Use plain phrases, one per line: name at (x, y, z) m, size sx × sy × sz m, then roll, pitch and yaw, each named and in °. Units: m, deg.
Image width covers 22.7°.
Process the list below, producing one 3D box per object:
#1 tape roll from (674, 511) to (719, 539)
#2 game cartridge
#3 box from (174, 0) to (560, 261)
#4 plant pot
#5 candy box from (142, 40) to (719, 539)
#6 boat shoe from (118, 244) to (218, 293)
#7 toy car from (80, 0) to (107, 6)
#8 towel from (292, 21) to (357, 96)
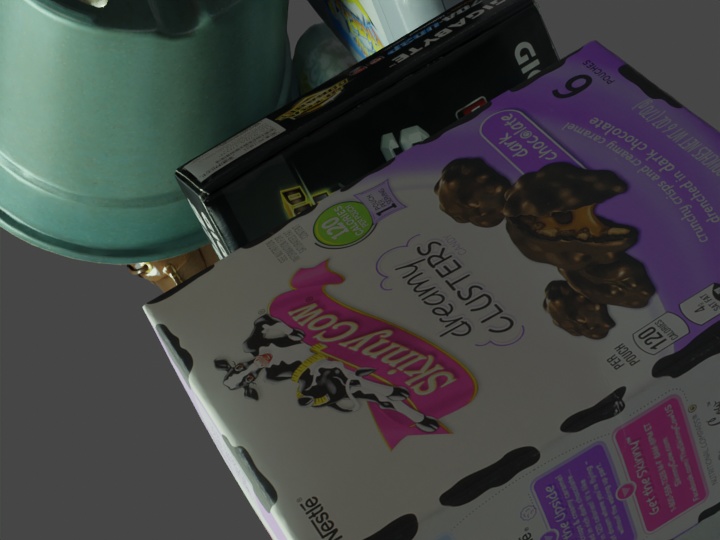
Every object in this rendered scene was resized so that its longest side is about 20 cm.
tape roll at (0.144, 0.165, 0.737) m, size 0.203 × 0.139 × 0.203 m, roll 59°, pitch 172°, yaw 14°
game cartridge at (0.003, -0.148, 0.870) m, size 0.200 × 0.040 × 0.133 m, roll 50°, pitch 171°, yaw 52°
box at (0.037, 0.005, 0.757) m, size 0.200 × 0.159 × 0.046 m, roll 64°, pitch 169°, yaw -23°
plant pot at (-0.116, -0.133, 0.892) m, size 0.200 × 0.200 × 0.196 m, roll 58°, pitch 159°, yaw 15°
candy box at (0.048, 0.027, 0.614) m, size 0.168 × 0.200 × 0.072 m, roll 49°, pitch 167°, yaw 51°
boat shoe at (-0.112, -0.021, 1.017) m, size 0.072 × 0.068 × 0.200 m, roll 149°, pitch 100°, yaw -76°
toy car at (-0.094, -0.122, 1.162) m, size 0.200 × 0.164 × 0.158 m, roll 51°, pitch 173°, yaw -7°
towel at (0.028, -0.036, 1.083) m, size 0.171 × 0.048 × 0.200 m, roll 52°, pitch 169°, yaw 29°
